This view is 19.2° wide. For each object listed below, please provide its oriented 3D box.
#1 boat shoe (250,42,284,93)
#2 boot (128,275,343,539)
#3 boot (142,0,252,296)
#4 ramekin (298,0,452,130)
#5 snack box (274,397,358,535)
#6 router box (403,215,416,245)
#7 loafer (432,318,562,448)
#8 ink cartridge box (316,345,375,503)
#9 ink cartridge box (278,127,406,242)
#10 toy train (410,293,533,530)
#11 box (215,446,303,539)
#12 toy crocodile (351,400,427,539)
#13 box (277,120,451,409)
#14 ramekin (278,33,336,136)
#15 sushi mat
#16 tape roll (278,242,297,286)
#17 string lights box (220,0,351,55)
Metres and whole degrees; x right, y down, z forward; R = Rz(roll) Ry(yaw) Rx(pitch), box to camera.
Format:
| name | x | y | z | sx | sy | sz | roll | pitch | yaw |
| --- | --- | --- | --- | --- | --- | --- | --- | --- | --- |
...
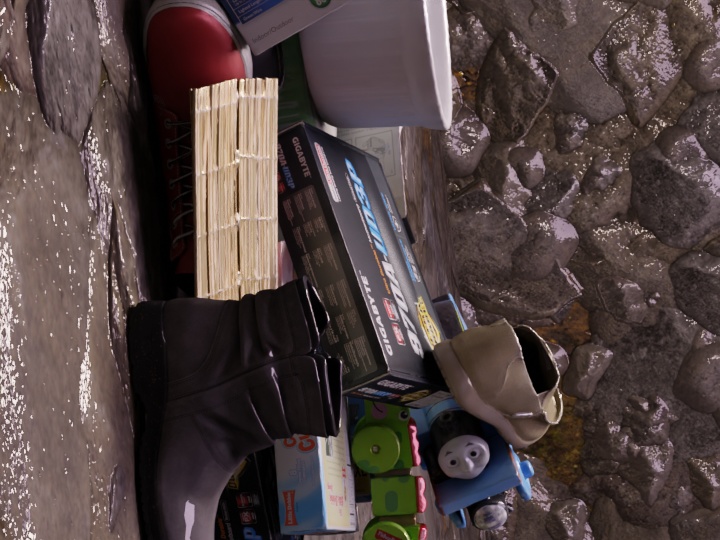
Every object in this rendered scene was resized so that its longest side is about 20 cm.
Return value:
| name | x | y | z | sx | sy | sz | roll | pitch | yaw |
| --- | --- | --- | --- | --- | --- | --- | --- | --- | --- |
| boat shoe | -0.099 | -0.213 | 1.510 | 0.068 | 0.071 | 0.201 | -2 | -73 | 63 |
| boot | -0.074 | 0.109 | 1.366 | 0.070 | 0.131 | 0.202 | -41 | 125 | -82 |
| boot | -0.112 | -0.080 | 1.461 | 0.201 | 0.072 | 0.145 | 82 | 9 | -46 |
| ramekin | 0.010 | -0.201 | 1.596 | 0.200 | 0.097 | 0.202 | -5 | 90 | -82 |
| snack box | -0.032 | 0.134 | 1.549 | 0.200 | 0.037 | 0.117 | 53 | 32 | -80 |
| router box | -0.021 | -0.125 | 1.970 | 0.150 | 0.062 | 0.201 | -114 | -178 | -45 |
| loafer | 0.121 | 0.084 | 1.624 | 0.200 | 0.068 | 0.076 | 25 | 40 | -66 |
| ink cartridge box | -0.018 | 0.090 | 1.753 | 0.136 | 0.076 | 0.202 | 28 | 58 | -81 |
| ink cartridge box | -0.029 | -0.123 | 1.750 | 0.047 | 0.159 | 0.202 | 21 | 62 | -60 |
| toy train | 0.075 | 0.117 | 1.709 | 0.201 | 0.086 | 0.115 | -105 | 169 | -51 |
| box | -0.080 | 0.147 | 1.563 | 0.159 | 0.046 | 0.201 | -85 | 168 | -58 |
| toy crocodile | 0.027 | 0.168 | 1.635 | 0.068 | 0.061 | 0.202 | 9 | 75 | -88 |
| box | 0.000 | 0.000 | 1.579 | 0.159 | 0.046 | 0.201 | 20 | 48 | -66 |
| ramekin | -0.079 | -0.169 | 1.648 | 0.200 | 0.097 | 0.202 | -5 | 90 | -83 |
| sushi mat | -0.085 | -0.031 | 1.452 | 0.095 | 0.012 | 0.202 | -12 | 104 | -53 |
| tape roll | -0.067 | 0.028 | 1.852 | 0.203 | 0.037 | 0.204 | -4 | 90 | -83 |
| string lights box | -0.079 | -0.259 | 1.429 | 0.201 | 0.102 | 0.059 | 57 | 17 | -17 |
